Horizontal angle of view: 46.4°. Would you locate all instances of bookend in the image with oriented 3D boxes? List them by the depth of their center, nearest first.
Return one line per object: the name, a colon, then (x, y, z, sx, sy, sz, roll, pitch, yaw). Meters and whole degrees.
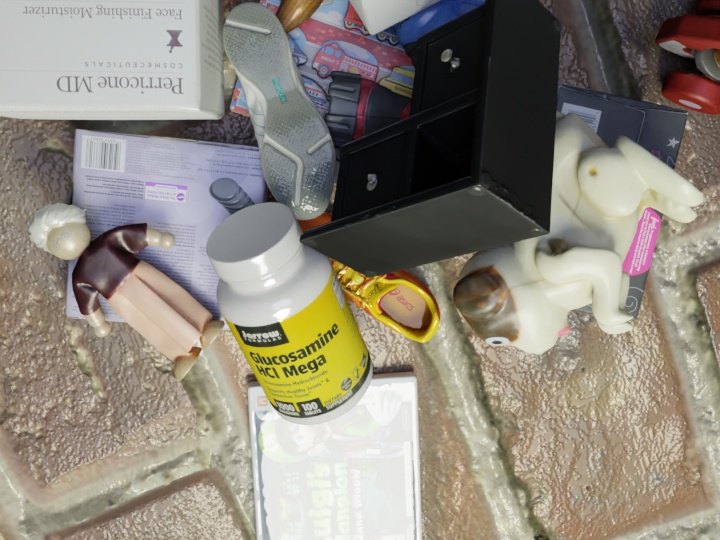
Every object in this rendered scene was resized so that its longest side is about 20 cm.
bookend: (0.060, -0.117, 0.715, 0.092, 0.198, 0.202, 27, 63, -38)

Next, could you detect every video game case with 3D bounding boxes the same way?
video game case: (-0.026, 0.213, 0.902, 0.179, 0.023, 0.203, -3, 99, -4)

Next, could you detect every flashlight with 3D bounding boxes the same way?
flashlight: (0.064, -0.144, 0.811, 0.197, 0.068, 0.068, 9, 66, -2)

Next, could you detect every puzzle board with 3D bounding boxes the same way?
puzzle board: (-0.015, -0.202, 0.840, 0.198, 0.017, 0.152, 17, 97, -6)

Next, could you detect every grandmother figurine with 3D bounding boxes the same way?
grandmother figurine: (-0.221, 0.008, 0.789, 0.199, 0.061, 0.122, 39, 86, -11)

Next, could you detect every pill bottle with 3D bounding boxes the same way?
pill bottle: (-0.067, 0.041, 0.791, 0.111, 0.113, 0.201, -23, 126, 0)

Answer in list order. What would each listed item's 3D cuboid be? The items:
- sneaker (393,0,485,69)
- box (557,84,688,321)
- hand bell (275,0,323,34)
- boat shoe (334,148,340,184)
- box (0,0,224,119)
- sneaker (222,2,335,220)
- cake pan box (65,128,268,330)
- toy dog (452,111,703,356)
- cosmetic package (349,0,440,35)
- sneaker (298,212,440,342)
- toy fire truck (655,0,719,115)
sneaker: (0.133, -0.244, 0.801, 0.198, 0.077, 0.112, -22, 86, -5)
box: (0.216, -0.069, 0.829, 0.131, 0.115, 0.202, 11, 98, -3)
hand bell: (-0.015, -0.301, 0.788, 0.104, 0.104, 0.200, 39, 99, -9)
boat shoe: (0.051, -0.086, 0.836, 0.198, 0.072, 0.066, 23, 93, -6)
box: (-0.224, -0.200, 0.731, 0.196, 0.200, 0.132, -1, 99, -4)
sneaker: (-0.070, -0.147, 0.793, 0.070, 0.080, 0.203, -17, 94, 0)
cake pan box: (-0.193, -0.039, 0.836, 0.197, 0.052, 0.187, 4, 97, -5)
toy dog: (0.162, -0.021, 0.711, 0.193, 0.139, 0.201, 38, 98, 9)
cosmetic package: (0.074, -0.303, 0.730, 0.198, 0.102, 0.072, -27, 59, -2)
sneaker: (0.000, 0.000, 0.844, 0.199, 0.077, 0.073, 29, 98, -7)
toy fire truck: (0.391, -0.195, 0.794, 0.198, 0.168, 0.113, 22, 97, -7)
